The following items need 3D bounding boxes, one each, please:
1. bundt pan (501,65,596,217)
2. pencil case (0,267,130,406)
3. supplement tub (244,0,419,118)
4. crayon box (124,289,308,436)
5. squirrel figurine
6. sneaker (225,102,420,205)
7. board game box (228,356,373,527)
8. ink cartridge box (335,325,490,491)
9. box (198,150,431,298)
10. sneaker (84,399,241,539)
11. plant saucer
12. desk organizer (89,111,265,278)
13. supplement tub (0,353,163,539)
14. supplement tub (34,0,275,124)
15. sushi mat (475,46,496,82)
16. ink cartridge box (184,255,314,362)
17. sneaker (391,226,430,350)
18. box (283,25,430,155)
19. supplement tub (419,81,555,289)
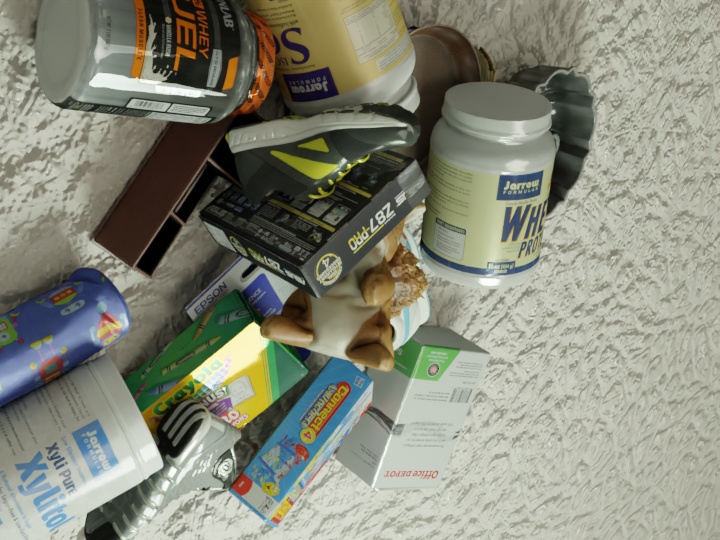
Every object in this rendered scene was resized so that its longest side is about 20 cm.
[{"bbox_3d":[0.217,-0.170,1.591,0.200,0.075,0.205,-27,129,-39],"label":"bundt pan"},{"bbox_3d":[-0.318,0.066,1.189,0.199,0.087,0.079,-31,155,-28],"label":"pencil case"},{"bbox_3d":[-0.029,-0.240,1.232,0.145,0.145,0.202,-36,119,-25],"label":"supplement tub"},{"bbox_3d":[-0.169,0.127,1.345,0.199,0.058,0.119,-39,136,3],"label":"crayon box"},{"bbox_3d":[0.000,0.000,1.328,0.200,0.139,0.190,24,80,-77],"label":"squirrel figurine"},{"bbox_3d":[-0.031,-0.109,1.178,0.074,0.197,0.086,-28,112,-61],"label":"sneaker"},{"bbox_3d":[-0.065,0.204,1.463,0.197,0.056,0.200,-52,172,-10],"label":"board game box"},{"bbox_3d":[0.068,0.179,1.637,0.145,0.084,0.203,10,105,-47],"label":"ink cartridge box"},{"bbox_3d":[-0.050,-0.068,1.244,0.161,0.199,0.049,-45,128,-17],"label":"box"},{"bbox_3d":[-0.197,0.235,1.326,0.200,0.075,0.115,-48,137,12],"label":"sneaker"},{"bbox_3d":[0.060,-0.183,1.414,0.198,0.032,0.203,-24,127,-35],"label":"plant saucer"},{"bbox_3d":[-0.174,-0.084,1.250,0.201,0.077,0.072,-57,139,-5],"label":"desk organizer"},{"bbox_3d":[-0.306,0.183,1.201,0.198,0.132,0.133,-29,131,-15],"label":"supplement tub"},{"bbox_3d":[-0.183,-0.199,1.129,0.198,0.122,0.124,0,112,-39],"label":"supplement tub"},{"bbox_3d":[0.140,-0.164,1.522,0.012,0.096,0.203,3,115,-6],"label":"sushi mat"},{"bbox_3d":[-0.099,0.031,1.418,0.198,0.047,0.201,-44,135,-17],"label":"ink cartridge box"},{"bbox_3d":[0.024,0.008,1.452,0.081,0.076,0.202,-47,132,-32],"label":"sneaker"},{"bbox_3d":[-0.002,-0.181,1.403,0.198,0.036,0.145,-23,127,-33],"label":"box"},{"bbox_3d":[0.145,-0.098,1.418,0.144,0.144,0.203,-19,125,-37],"label":"supplement tub"}]
